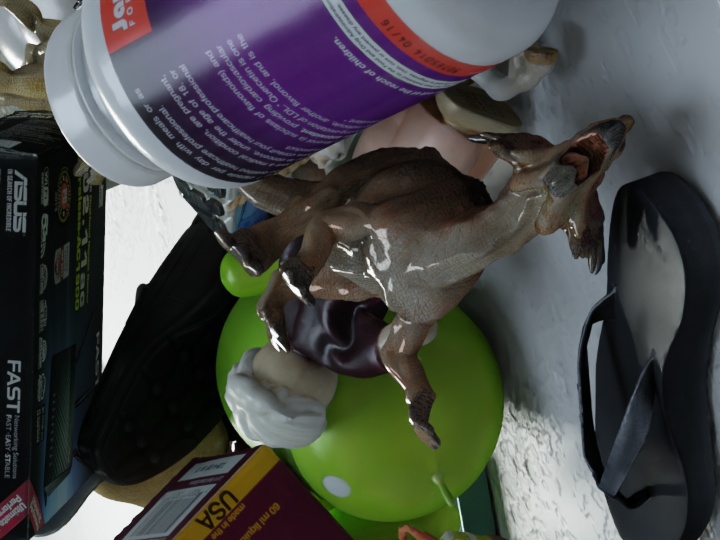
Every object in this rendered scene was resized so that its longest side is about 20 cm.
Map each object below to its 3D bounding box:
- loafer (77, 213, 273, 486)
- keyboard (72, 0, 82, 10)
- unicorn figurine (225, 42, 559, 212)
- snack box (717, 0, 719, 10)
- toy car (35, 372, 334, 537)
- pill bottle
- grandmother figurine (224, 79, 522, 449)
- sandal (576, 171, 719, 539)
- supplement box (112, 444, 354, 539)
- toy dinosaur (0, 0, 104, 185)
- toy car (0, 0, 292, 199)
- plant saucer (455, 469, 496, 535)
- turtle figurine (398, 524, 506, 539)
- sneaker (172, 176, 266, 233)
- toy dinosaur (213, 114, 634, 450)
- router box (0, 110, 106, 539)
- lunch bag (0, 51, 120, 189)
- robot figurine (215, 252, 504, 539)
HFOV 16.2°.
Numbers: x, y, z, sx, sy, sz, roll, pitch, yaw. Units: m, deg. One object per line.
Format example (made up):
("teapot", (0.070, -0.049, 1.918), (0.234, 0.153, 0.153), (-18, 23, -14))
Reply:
("loafer", (-0.095, 0.034, 1.370), (0.070, 0.201, 0.068), (0, 137, 43))
("keyboard", (-0.067, -0.191, 1.106), (0.021, 0.201, 0.127), (34, 162, -13))
("unicorn figurine", (0.020, -0.114, 1.057), (0.137, 0.074, 0.201), (12, 95, 58))
("snack box", (0.136, -0.105, 0.819), (0.072, 0.024, 0.201), (-161, 53, -70))
("toy car", (-0.105, 0.108, 1.450), (0.164, 0.199, 0.159), (19, 128, 69))
("pill bottle", (-0.028, -0.102, 0.967), (0.199, 0.112, 0.113), (-24, 86, 37))
("grandmother figurine", (0.000, 0.000, 1.144), (0.200, 0.060, 0.121), (-59, 35, 22))
("sandal", (0.110, 0.043, 1.037), (0.076, 0.043, 0.201), (53, 157, 43))
("supplement box", (-0.027, 0.189, 1.261), (0.200, 0.086, 0.110), (48, 159, -10))
("toy dinosaur", (-0.137, -0.094, 1.137), (0.200, 0.101, 0.058), (109, 180, -77))
("toy car", (-0.079, -0.130, 1.263), (0.175, 0.150, 0.200), (38, 171, -11))
("plant saucer", (0.022, 0.092, 1.412), (0.200, 0.019, 0.070), (41, 148, 56))
("turtle figurine", (0.118, 0.164, 1.100), (0.200, 0.064, 0.161), (44, 160, -14))
("sneaker", (-0.026, -0.104, 1.135), (0.078, 0.090, 0.201), (42, 120, 53))
("toy dinosaur", (0.025, -0.021, 1.010), (0.200, 0.136, 0.086), (27, 155, 51))
("router box", (-0.177, 0.025, 1.301), (0.150, 0.062, 0.201), (-54, -32, -78))
("lunch bag", (-0.189, -0.161, 1.563), (0.200, 0.139, 0.168), (60, 161, 26))
("robot figurine", (-0.001, 0.057, 1.271), (0.200, 0.115, 0.176), (26, 135, 66))
